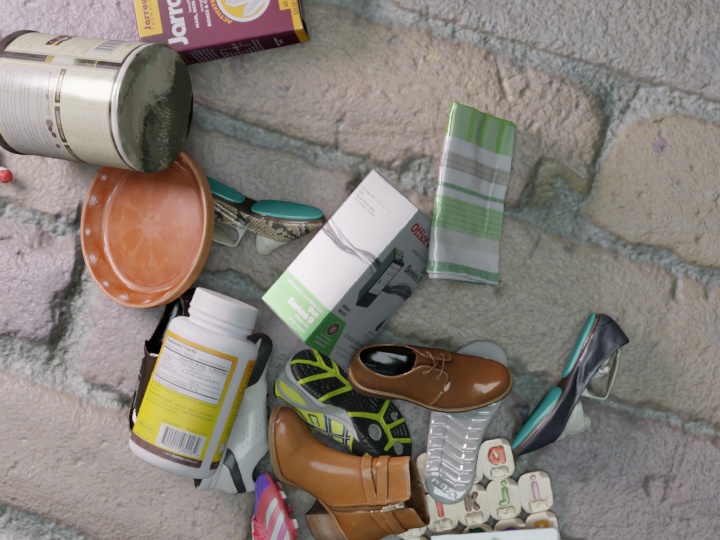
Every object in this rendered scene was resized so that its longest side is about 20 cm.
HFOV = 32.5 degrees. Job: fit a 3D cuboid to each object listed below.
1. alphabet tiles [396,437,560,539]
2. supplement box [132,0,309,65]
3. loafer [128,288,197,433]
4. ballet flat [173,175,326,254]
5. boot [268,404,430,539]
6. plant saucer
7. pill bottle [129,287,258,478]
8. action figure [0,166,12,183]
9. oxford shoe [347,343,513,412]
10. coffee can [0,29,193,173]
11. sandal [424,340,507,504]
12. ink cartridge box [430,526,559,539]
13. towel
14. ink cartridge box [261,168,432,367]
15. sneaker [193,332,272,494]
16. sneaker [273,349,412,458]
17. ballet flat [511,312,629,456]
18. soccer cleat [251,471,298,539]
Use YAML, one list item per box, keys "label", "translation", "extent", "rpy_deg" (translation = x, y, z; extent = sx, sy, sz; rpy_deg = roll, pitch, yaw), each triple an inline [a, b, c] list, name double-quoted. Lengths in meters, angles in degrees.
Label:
- label: "alphabet tiles"
  translation: [0.141, 0.310, 1.507]
  extent: [0.197, 0.015, 0.198]
  rpy_deg: [-12, 92, 3]
- label: "supplement box"
  translation: [-0.169, -0.319, 1.488]
  extent: [0.197, 0.086, 0.112]
  rpy_deg: [-11, 90, 3]
- label: "loafer"
  translation: [-0.241, 0.112, 1.488]
  extent: [0.072, 0.071, 0.203]
  rpy_deg: [14, 84, 31]
- label: "ballet flat"
  translation: [-0.140, -0.062, 1.503]
  extent: [0.197, 0.068, 0.076]
  rpy_deg: [16, 112, 8]
- label: "boot"
  translation: [-0.012, 0.231, 1.447]
  extent: [0.153, 0.074, 0.202]
  rpy_deg: [-12, 118, 27]
- label: "plant saucer"
  translation: [-0.254, -0.055, 1.482]
  extent: [0.198, 0.032, 0.203]
  rpy_deg: [-4, 83, 31]
- label: "pill bottle"
  translation: [-0.185, 0.128, 1.417]
  extent: [0.108, 0.109, 0.202]
  rpy_deg: [20, 90, 2]
- label: "action figure"
  translation: [-0.521, -0.153, 1.500]
  extent: [0.198, 0.099, 0.066]
  rpy_deg: [24, 92, 0]
- label: "oxford shoe"
  translation: [0.085, 0.121, 1.446]
  extent: [0.197, 0.071, 0.072]
  rpy_deg: [3, 64, -4]
- label: "coffee can"
  translation: [-0.316, -0.197, 1.430]
  extent: [0.198, 0.146, 0.149]
  rpy_deg: [10, 90, 26]
- label: "sandal"
  translation: [0.120, 0.182, 1.489]
  extent: [0.081, 0.050, 0.205]
  rpy_deg: [18, 73, 11]
- label: "ink cartridge box"
  translation: [0.167, 0.414, 1.492]
  extent: [0.160, 0.050, 0.203]
  rpy_deg: [-4, 86, 2]
- label: "towel"
  translation: [0.134, -0.085, 1.448]
  extent: [0.030, 0.149, 0.203]
  rpy_deg: [9, 91, 33]
- label: "ink cartridge box"
  translation: [0.000, 0.000, 1.441]
  extent: [0.084, 0.146, 0.200]
  rpy_deg: [42, 92, 26]
- label: "sneaker"
  translation: [-0.139, 0.176, 1.502]
  extent: [0.079, 0.074, 0.203]
  rpy_deg: [18, 92, -18]
- label: "sneaker"
  translation: [-0.019, 0.176, 1.495]
  extent: [0.200, 0.076, 0.076]
  rpy_deg: [44, 136, -9]
- label: "ballet flat"
  translation: [0.258, 0.148, 1.477]
  extent: [0.073, 0.073, 0.201]
  rpy_deg: [32, 89, 2]
- label: "soccer cleat"
  translation: [-0.105, 0.344, 1.483]
  extent: [0.075, 0.067, 0.203]
  rpy_deg: [-16, 101, -8]
